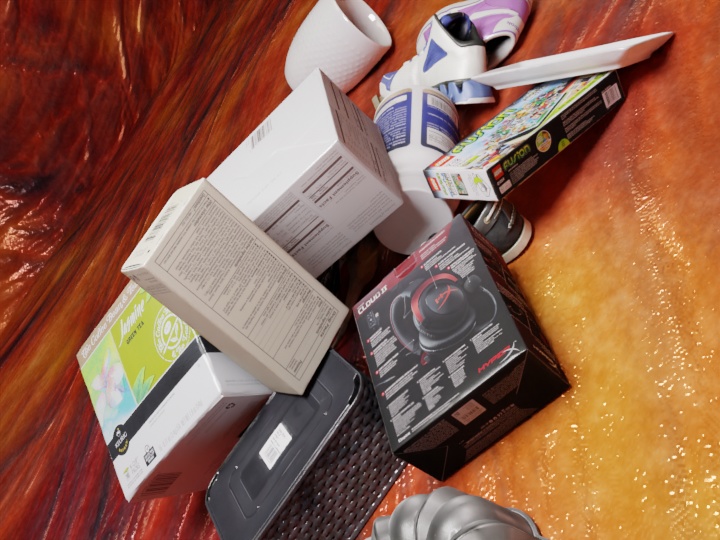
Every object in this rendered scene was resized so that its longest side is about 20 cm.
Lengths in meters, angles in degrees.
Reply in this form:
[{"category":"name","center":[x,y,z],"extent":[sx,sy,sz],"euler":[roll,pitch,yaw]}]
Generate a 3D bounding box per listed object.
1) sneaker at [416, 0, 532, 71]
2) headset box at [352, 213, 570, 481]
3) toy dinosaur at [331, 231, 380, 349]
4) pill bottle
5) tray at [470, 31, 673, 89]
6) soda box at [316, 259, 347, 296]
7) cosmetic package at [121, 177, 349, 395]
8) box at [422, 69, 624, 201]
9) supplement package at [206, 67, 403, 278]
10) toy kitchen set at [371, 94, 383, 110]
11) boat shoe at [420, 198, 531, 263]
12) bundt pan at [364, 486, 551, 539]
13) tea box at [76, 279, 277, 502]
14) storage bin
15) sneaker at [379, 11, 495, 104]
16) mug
[{"category":"sneaker","center":[0.143,-0.319,1.084],"extent":[0.198,0.072,0.117],"euler":[-15,48,49]},{"category":"headset box","center":[0.080,0.058,0.702],"extent":[0.148,0.075,0.202],"euler":[-41,38,19]},{"category":"toy dinosaur","center":[0.000,0.000,0.911],"extent":[0.059,0.107,0.205],"euler":[12,71,17]},{"category":"pill bottle","center":[0.065,-0.122,0.919],"extent":[0.115,0.115,0.203],"euler":[-32,33,31]},{"category":"tray","center":[0.227,-0.225,0.837],"extent":[0.106,0.023,0.197],"euler":[-24,18,-39]},{"category":"soda box","center":[-0.052,-0.023,0.980],"extent":[0.069,0.064,0.202],"euler":[4,42,16]},{"category":"cosmetic package","center":[-0.116,0.020,0.740],"extent":[0.072,0.200,0.105],"euler":[-6,46,54]},{"category":"box","center":[0.169,-0.140,0.797],"extent":[0.199,0.035,0.109],"euler":[-38,23,-22]},{"category":"supplement package","center":[-0.070,-0.087,0.848],"extent":[0.199,0.110,0.158],"euler":[-39,37,20]},{"category":"toy kitchen set","center":[-0.030,-0.236,1.126],"extent":[0.162,0.180,0.202],"euler":[-40,34,17]},{"category":"boat shoe","center":[0.084,-0.011,0.815],"extent":[0.199,0.067,0.073],"euler":[-38,32,27]},{"category":"bundt pan","center":[0.049,0.249,0.552],"extent":[0.201,0.075,0.204],"euler":[-38,31,26]},{"category":"tea box","center":[-0.197,0.115,0.874],"extent":[0.200,0.132,0.199],"euler":[-47,59,25]},{"category":"storage bin","center":[-0.049,0.189,0.752],"extent":[0.202,0.093,0.135],"euler":[-53,28,-4]},{"category":"sneaker","center":[0.109,-0.283,1.031],"extent":[0.198,0.079,0.119],"euler":[18,111,55]},{"category":"mug","center":[-0.042,-0.400,1.405],"extent":[0.175,0.148,0.200],"euler":[-43,-2,29]}]
